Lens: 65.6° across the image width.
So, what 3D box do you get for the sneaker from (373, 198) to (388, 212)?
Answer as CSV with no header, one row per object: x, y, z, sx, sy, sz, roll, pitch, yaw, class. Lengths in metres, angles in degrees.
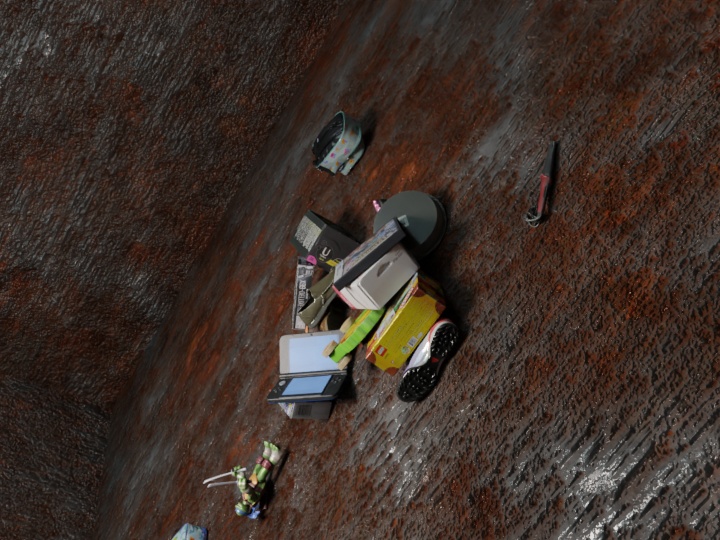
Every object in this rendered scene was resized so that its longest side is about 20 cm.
0.095,-0.169,1.577,0.095,0.079,0.200,-25,20,-3,sneaker

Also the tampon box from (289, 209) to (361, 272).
-0.111,-0.085,1.753,0.127,0.149,0.200,-59,28,7,tampon box

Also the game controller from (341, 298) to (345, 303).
0.000,0.000,1.560,0.201,0.042,0.105,-55,10,32,game controller

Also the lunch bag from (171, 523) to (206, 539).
-0.544,0.906,1.724,0.161,0.082,0.200,-52,29,18,lunch bag

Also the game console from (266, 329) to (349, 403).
-0.140,0.248,1.451,0.198,0.119,0.171,-8,16,17,game console

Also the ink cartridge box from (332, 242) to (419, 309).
0.033,0.016,1.327,0.146,0.085,0.200,-45,9,-15,ink cartridge box

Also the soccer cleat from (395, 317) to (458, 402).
0.140,0.190,1.193,0.201,0.068,0.073,-60,9,9,soccer cleat

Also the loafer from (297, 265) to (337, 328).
-0.112,0.065,1.587,0.201,0.069,0.075,-60,19,-9,loafer

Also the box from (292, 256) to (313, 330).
-0.180,0.068,1.733,0.158,0.049,0.202,-124,39,-78,box

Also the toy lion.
0.000,0.139,1.365,0.192,0.069,0.200,-49,1,29,toy lion

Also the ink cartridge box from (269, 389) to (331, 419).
-0.168,0.343,1.522,0.200,0.108,0.051,22,101,62,ink cartridge box

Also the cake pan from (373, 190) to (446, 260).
0.117,-0.117,1.413,0.199,0.037,0.202,-11,63,23,cake pan

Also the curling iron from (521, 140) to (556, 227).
0.371,-0.180,1.140,0.049,0.025,0.201,-5,62,55,curling iron

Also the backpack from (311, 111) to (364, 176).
-0.070,-0.456,1.999,0.200,0.152,0.177,-53,30,38,backpack

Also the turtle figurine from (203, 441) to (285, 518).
-0.315,0.553,1.537,0.194,0.199,0.144,-52,-17,-24,turtle figurine

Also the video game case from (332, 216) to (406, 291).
0.018,-0.044,1.322,0.200,0.026,0.181,-40,11,9,video game case

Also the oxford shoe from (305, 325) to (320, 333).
-0.121,0.207,1.636,0.072,0.072,0.201,-13,40,15,oxford shoe

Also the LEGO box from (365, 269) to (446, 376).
0.100,0.113,1.249,0.201,0.077,0.149,-55,5,15,LEGO box

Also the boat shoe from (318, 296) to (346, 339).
-0.082,0.153,1.597,0.068,0.072,0.201,-51,19,24,boat shoe
